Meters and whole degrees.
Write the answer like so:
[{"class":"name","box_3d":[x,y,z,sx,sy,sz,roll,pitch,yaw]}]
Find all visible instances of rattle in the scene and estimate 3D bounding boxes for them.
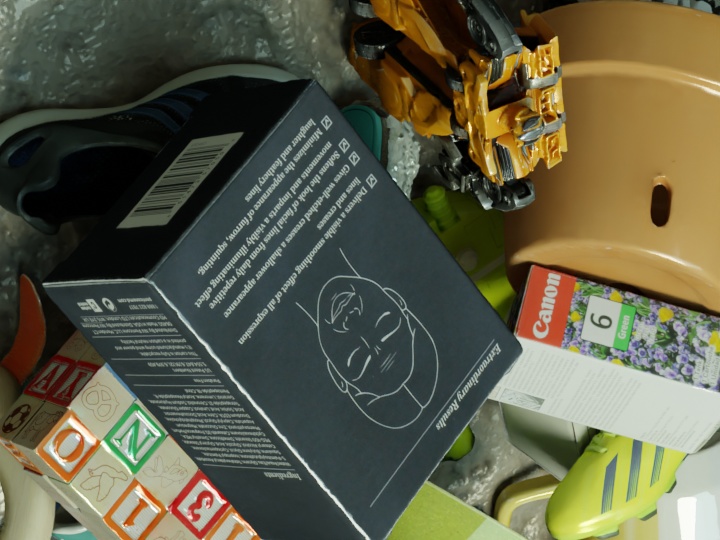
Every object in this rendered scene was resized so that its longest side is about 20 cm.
[{"class":"rattle","box_3d":[-0.204,0.118,1.348,0.143,0.130,0.201,42,65,-52]}]

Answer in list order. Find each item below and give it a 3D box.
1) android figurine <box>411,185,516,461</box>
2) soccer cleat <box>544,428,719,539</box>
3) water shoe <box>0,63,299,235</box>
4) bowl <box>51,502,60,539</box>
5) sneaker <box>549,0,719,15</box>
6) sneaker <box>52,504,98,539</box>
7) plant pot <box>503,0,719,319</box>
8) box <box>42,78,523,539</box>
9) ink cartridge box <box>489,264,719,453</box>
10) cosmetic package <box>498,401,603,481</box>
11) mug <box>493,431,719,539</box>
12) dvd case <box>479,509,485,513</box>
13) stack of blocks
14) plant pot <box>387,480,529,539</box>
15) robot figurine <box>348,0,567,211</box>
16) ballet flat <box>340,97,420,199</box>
[{"class":"android figurine","box_3d":[0.055,0.030,1.478,0.182,0.041,0.200,-33,132,-12]},{"class":"soccer cleat","box_3d":[0.181,0.089,1.446,0.200,0.065,0.084,-38,114,-18]},{"class":"water shoe","box_3d":[-0.107,-0.058,1.291,0.199,0.079,0.072,-16,125,-24]},{"class":"bowl","box_3d":[-0.150,0.208,1.456,0.200,0.039,0.201,-16,126,-24]},{"class":"sneaker","box_3d":[0.142,-0.155,1.401,0.200,0.066,0.091,26,99,-43]},{"class":"sneaker","box_3d":[-0.122,0.075,1.349,0.093,0.070,0.200,17,92,-37]},{"class":"plant pot","box_3d":[0.166,-0.047,1.365,0.200,0.200,0.140,35,59,-41]},{"class":"box","box_3d":[-0.037,0.025,1.224,0.200,0.107,0.149,52,60,-23]},{"class":"ink cartridge box","box_3d":[0.117,0.044,1.361,0.109,0.199,0.051,108,-2,-67]},{"class":"cosmetic package","box_3d":[0.180,0.037,1.503,0.200,0.073,0.104,-40,145,-20]},{"class":"mug","box_3d":[0.202,0.179,1.600,0.186,0.149,0.154,-21,120,-29]},{"class":"dvd case","box_3d":[0.019,0.268,1.611,0.150,0.025,0.201,-14,124,-25]},{"class":"stack of blocks","box_3d":[-0.093,0.114,1.296,0.115,0.059,0.200,-51,119,-18]},{"class":"plant pot","box_3d":[0.008,0.228,1.442,0.187,0.187,0.200,35,83,-41]},{"class":"robot figurine","box_3d":[0.049,-0.120,1.273,0.058,0.200,0.145,-23,128,-19]},{"class":"ballet flat","box_3d":[0.000,0.000,1.368,0.072,0.072,0.201,22,78,-40]}]
